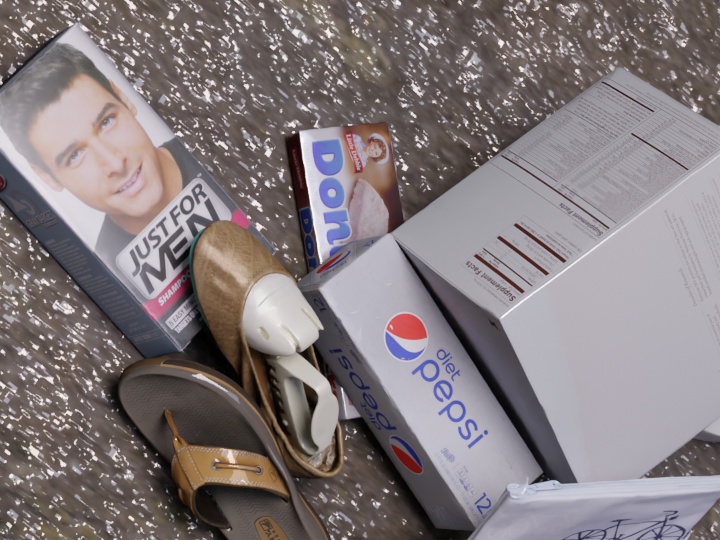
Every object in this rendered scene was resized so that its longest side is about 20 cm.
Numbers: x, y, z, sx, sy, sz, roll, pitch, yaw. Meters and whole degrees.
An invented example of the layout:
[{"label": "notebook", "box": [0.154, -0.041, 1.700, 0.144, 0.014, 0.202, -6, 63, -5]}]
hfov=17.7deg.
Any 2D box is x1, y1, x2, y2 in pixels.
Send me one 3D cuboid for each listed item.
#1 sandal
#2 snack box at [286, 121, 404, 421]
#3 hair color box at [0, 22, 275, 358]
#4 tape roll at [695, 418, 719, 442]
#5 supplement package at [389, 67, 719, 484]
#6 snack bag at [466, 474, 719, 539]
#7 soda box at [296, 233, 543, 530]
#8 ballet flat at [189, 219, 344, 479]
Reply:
[{"label": "sandal", "box": [-0.088, 0.142, 1.494, 0.200, 0.082, 0.055, 60, 27, -15]}, {"label": "snack box", "box": [0.000, 0.000, 1.593, 0.072, 0.024, 0.200, -8, 87, -27]}, {"label": "hair color box", "box": [-0.161, -0.050, 1.497, 0.200, 0.061, 0.099, 49, 65, -13]}, {"label": "tape roll", "box": [0.273, 0.028, 1.724, 0.202, 0.037, 0.203, 4, 80, -27]}, {"label": "supplement package", "box": [0.164, 0.012, 1.548, 0.200, 0.147, 0.191, -36, 127, -11]}, {"label": "snack bag", "box": [0.141, 0.195, 1.552, 0.188, 0.200, 0.021, 0, 54, -28]}, {"label": "soda box", "box": [0.036, 0.076, 1.551, 0.068, 0.063, 0.200, -38, 102, -24]}, {"label": "ballet flat", "box": [-0.050, 0.057, 1.489, 0.068, 0.072, 0.200, -35, 126, -31]}]
